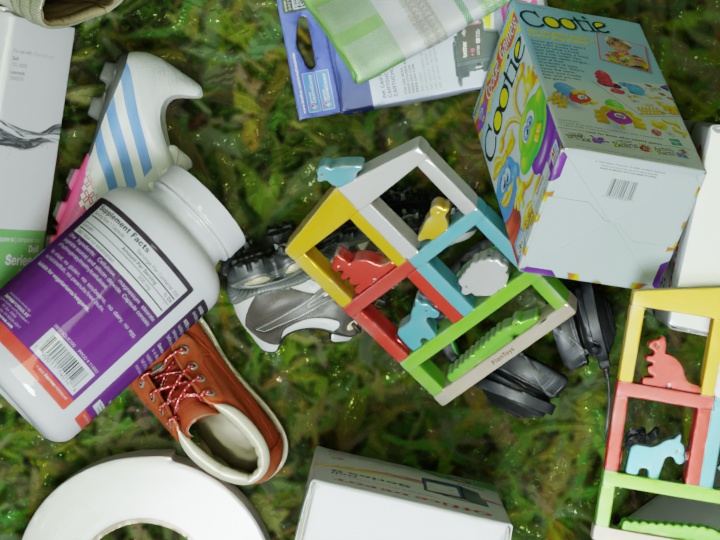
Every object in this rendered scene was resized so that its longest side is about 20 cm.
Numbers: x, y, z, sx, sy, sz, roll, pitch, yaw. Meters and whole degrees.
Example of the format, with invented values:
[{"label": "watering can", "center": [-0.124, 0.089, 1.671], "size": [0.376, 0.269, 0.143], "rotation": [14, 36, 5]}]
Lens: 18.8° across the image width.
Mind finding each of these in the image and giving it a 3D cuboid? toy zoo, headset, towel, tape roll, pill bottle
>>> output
[{"label": "toy zoo", "center": [0.233, 0.091, 1.448], "size": [0.131, 0.020, 0.200], "rotation": [9, 93, 2]}, {"label": "toy zoo", "center": [0.040, -0.008, 1.552], "size": [0.131, 0.020, 0.200], "rotation": [-38, 108, 26]}, {"label": "headset", "center": [0.141, 0.061, 1.610], "size": [0.123, 0.094, 0.200], "rotation": [-43, 81, 3]}, {"label": "towel", "center": [0.046, -0.242, 1.586], "size": [0.200, 0.031, 0.149], "rotation": [-31, 71, -6]}, {"label": "tape roll", "center": [-0.162, 0.237, 1.654], "size": [0.203, 0.037, 0.203], "rotation": [0, 94, 1]}, {"label": "pill bottle", "center": [-0.180, 0.019, 1.549], "size": [0.200, 0.112, 0.112], "rotation": [-43, 92, -12]}]

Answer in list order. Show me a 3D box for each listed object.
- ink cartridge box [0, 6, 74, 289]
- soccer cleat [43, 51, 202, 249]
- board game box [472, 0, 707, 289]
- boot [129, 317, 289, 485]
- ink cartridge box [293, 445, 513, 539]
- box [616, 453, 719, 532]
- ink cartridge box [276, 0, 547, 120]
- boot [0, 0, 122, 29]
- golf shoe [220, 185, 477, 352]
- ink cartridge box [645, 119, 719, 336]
[{"label": "ink cartridge box", "center": [-0.298, -0.095, 1.585], "size": [0.146, 0.084, 0.200], "rotation": [12, 94, 28]}, {"label": "soccer cleat", "center": [-0.176, -0.062, 1.618], "size": [0.086, 0.070, 0.200], "rotation": [19, 95, -6]}, {"label": "board game box", "center": [0.155, -0.089, 1.526], "size": [0.105, 0.200, 0.103], "rotation": [9, 124, -14]}, {"label": "boot", "center": [-0.132, 0.081, 1.610], "size": [0.200, 0.107, 0.075], "rotation": [44, 96, 0]}, {"label": "ink cartridge box", "center": [0.027, 0.192, 1.567], "size": [0.145, 0.200, 0.088], "rotation": [12, 94, 0]}, {"label": "box", "center": [0.266, 0.225, 1.567], "size": [0.199, 0.200, 0.131], "rotation": [-36, 94, 4]}, {"label": "ink cartridge box", "center": [0.040, -0.186, 1.624], "size": [0.200, 0.042, 0.119], "rotation": [-10, 93, 3]}, {"label": "boot", "center": [-0.214, -0.243, 1.541], "size": [0.155, 0.200, 0.072], "rotation": [21, 136, 28]}, {"label": "golf shoe", "center": [0.000, 0.000, 1.627], "size": [0.200, 0.078, 0.095], "rotation": [-15, 111, 3]}, {"label": "ink cartridge box", "center": [0.259, -0.031, 1.549], "size": [0.084, 0.200, 0.146], "rotation": [11, 94, 0]}]
